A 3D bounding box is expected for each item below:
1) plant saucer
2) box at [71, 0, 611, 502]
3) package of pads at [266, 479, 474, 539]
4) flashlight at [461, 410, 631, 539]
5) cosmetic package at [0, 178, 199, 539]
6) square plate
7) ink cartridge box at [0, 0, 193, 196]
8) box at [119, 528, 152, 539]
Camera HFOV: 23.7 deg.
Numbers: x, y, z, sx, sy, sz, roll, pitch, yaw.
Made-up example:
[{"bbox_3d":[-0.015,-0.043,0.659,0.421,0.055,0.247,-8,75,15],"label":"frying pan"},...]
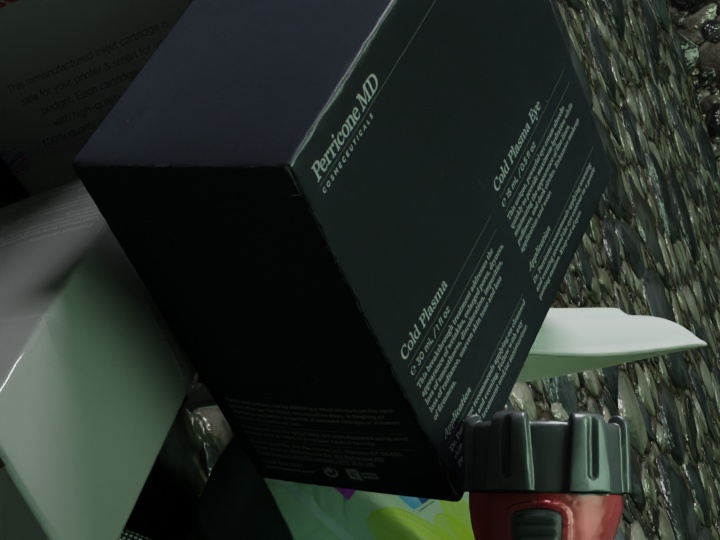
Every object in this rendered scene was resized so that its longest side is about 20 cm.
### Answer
[{"bbox_3d":[-0.035,0.176,0.801,0.200,0.036,0.201,156,-90,-80],"label":"plant saucer"},{"bbox_3d":[0.005,-0.043,0.709,0.201,0.103,0.183,-60,139,-36],"label":"box"},{"bbox_3d":[0.047,0.157,0.953,0.200,0.068,0.154,41,17,15],"label":"package of pads"},{"bbox_3d":[0.071,0.156,0.656,0.067,0.068,0.202,4,83,-30],"label":"flashlight"},{"bbox_3d":[-0.134,0.046,0.662,0.091,0.106,0.201,62,25,-26],"label":"cosmetic package"},{"bbox_3d":[0.045,0.045,0.879,0.199,0.197,0.029,1,78,-49],"label":"square plate"},{"bbox_3d":[-0.101,-0.096,0.801,0.201,0.144,0.088,56,25,-34],"label":"ink cartridge box"},{"bbox_3d":[-0.065,0.176,0.631,0.160,0.199,0.045,-62,172,-62],"label":"box"}]
